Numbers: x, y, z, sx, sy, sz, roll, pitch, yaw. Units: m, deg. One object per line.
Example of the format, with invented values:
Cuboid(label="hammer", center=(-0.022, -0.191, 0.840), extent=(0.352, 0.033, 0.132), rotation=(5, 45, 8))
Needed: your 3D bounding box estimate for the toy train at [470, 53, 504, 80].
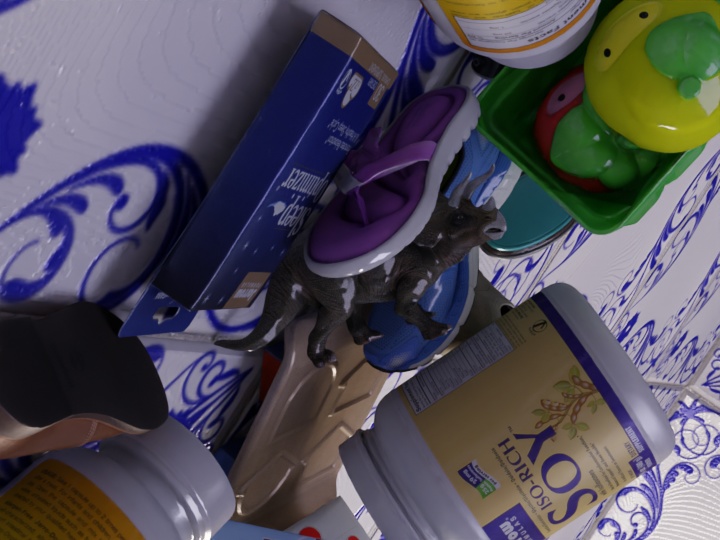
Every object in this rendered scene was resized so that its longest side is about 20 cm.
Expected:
Cuboid(label="toy train", center=(0.118, -0.206, 0.902), extent=(0.056, 0.042, 0.201), rotation=(-21, 142, -40))

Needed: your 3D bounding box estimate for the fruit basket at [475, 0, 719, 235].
Cuboid(label="fruit basket", center=(0.176, -0.128, 0.854), extent=(0.215, 0.156, 0.216), rotation=(-35, 154, -20))

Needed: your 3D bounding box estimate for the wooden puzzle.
Cuboid(label="wooden puzzle", center=(-0.044, 0.107, 1.020), extent=(0.185, 0.046, 0.201), rotation=(-17, 133, -59))

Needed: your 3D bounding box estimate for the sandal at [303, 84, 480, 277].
Cuboid(label="sandal", center=(0.012, -0.065, 0.836), extent=(0.050, 0.082, 0.203), rotation=(61, 34, -23))

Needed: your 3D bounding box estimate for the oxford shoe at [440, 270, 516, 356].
Cuboid(label="oxford shoe", center=(0.089, 0.039, 1.108), extent=(0.200, 0.074, 0.071), rotation=(-51, 158, -74))

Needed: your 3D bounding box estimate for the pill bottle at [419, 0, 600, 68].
Cuboid(label="pill bottle", center=(0.075, -0.180, 0.739), extent=(0.111, 0.111, 0.200), rotation=(-55, 159, 0))

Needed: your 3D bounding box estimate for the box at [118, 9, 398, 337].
Cuboid(label="box", center=(-0.052, -0.041, 0.761), extent=(0.200, 0.032, 0.121), rotation=(-56, 171, 6))

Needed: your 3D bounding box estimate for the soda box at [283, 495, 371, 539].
Cuboid(label="soda box", center=(-0.057, 0.250, 1.082), extent=(0.068, 0.064, 0.200), rotation=(-28, 166, -34))

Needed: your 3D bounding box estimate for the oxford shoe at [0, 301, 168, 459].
Cuboid(label="oxford shoe", center=(-0.160, 0.060, 0.690), extent=(0.071, 0.072, 0.200), rotation=(-28, 168, 15))

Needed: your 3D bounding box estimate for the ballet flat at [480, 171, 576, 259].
Cuboid(label="ballet flat", center=(0.169, -0.068, 1.185), extent=(0.200, 0.067, 0.064), rotation=(-46, 165, -23))

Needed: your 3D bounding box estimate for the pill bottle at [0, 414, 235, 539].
Cuboid(label="pill bottle", center=(-0.165, 0.167, 0.743), extent=(0.200, 0.113, 0.113), rotation=(-42, 156, -33))

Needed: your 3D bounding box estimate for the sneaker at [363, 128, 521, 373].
Cuboid(label="sneaker", center=(0.039, -0.027, 0.956), extent=(0.089, 0.078, 0.201), rotation=(17, 94, -44))

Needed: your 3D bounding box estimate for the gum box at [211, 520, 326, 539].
Cuboid(label="gum box", center=(-0.068, 0.238, 0.943), extent=(0.200, 0.169, 0.045), rotation=(118, -17, -53))

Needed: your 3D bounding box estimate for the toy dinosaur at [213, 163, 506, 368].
Cuboid(label="toy dinosaur", center=(0.000, 0.000, 0.888), extent=(0.077, 0.199, 0.103), rotation=(-78, 153, -76))

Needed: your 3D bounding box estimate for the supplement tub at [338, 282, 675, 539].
Cuboid(label="supplement tub", center=(0.100, 0.118, 0.961), extent=(0.200, 0.146, 0.145), rotation=(-34, 159, 2))
